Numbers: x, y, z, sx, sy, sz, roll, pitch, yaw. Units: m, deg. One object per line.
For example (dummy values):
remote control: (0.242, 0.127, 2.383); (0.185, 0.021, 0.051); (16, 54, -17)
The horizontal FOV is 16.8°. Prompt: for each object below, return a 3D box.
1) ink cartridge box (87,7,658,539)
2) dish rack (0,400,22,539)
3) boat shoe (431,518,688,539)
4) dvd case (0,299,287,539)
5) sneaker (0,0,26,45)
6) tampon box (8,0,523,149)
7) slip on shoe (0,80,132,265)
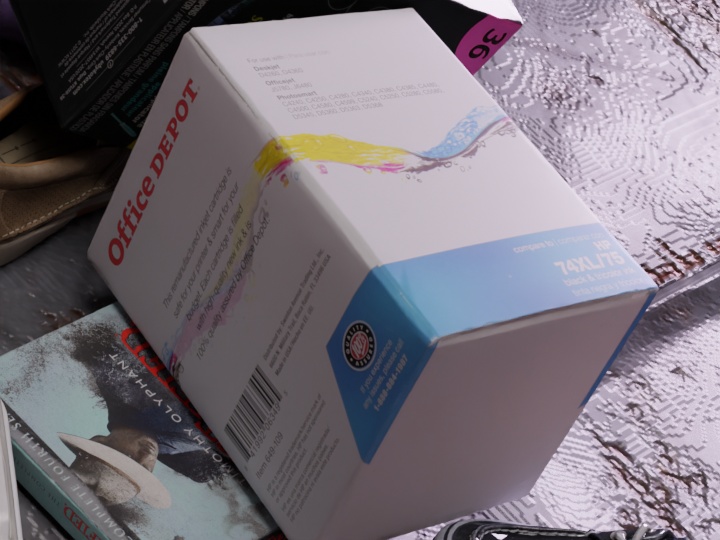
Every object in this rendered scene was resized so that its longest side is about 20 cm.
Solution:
ink cartridge box: (0.000, 0.000, 1.122); (0.146, 0.147, 0.200); (-11, 52, -41)
dish rack: (-0.233, 0.087, 0.990); (0.200, 0.044, 0.172); (4, 45, -21)
boat shoe: (0.130, 0.148, 1.127); (0.200, 0.068, 0.072); (20, 39, -9)
dvd case: (-0.074, 0.069, 1.136); (0.146, 0.022, 0.200); (43, 42, 19)
sneaker: (-0.180, -0.200, 1.338); (0.087, 0.076, 0.200); (9, 41, -13)
tampon box: (-0.051, -0.139, 1.218); (0.200, 0.150, 0.126); (13, 41, -45)
slip on shoe: (-0.144, -0.071, 1.220); (0.076, 0.061, 0.200); (38, 39, 13)
